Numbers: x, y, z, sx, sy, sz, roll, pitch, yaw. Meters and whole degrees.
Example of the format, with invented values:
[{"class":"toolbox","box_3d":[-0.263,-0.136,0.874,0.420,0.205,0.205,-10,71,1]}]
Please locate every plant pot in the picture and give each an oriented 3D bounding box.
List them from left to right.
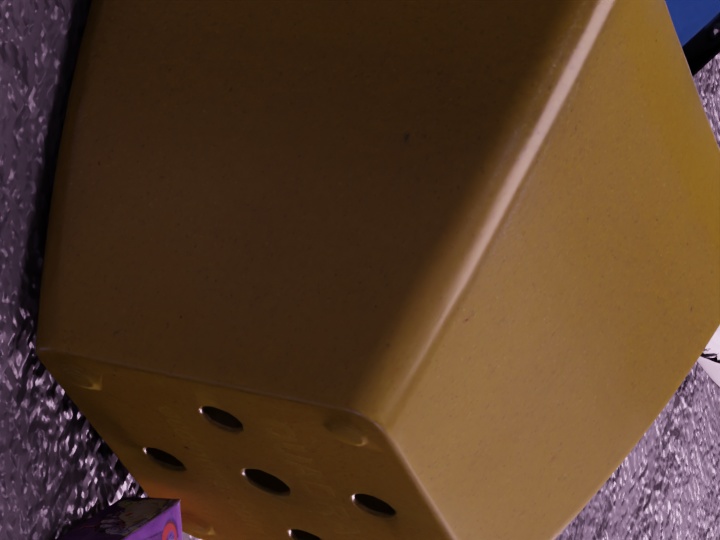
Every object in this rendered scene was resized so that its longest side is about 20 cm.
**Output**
[{"class":"plant pot","box_3d":[0.000,0.000,0.924,0.177,0.200,0.200,-64,148,-25]}]

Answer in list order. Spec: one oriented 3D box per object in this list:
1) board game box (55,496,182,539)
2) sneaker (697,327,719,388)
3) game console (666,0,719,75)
[{"class":"board game box","box_3d":[-0.088,0.189,0.895,0.120,0.032,0.200,-24,113,-61]},{"class":"sneaker","box_3d":[0.195,0.021,1.552,0.080,0.074,0.200,-61,142,-25]},{"class":"game console","box_3d":[0.106,-0.163,1.120,0.200,0.119,0.172,-43,158,2]}]
